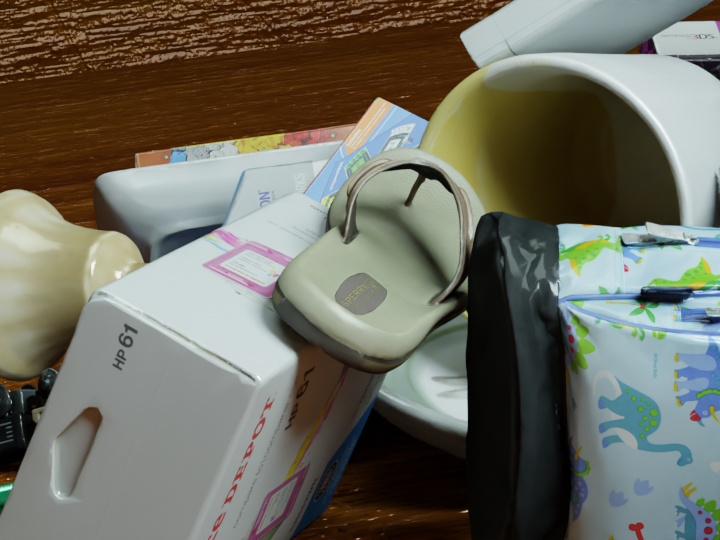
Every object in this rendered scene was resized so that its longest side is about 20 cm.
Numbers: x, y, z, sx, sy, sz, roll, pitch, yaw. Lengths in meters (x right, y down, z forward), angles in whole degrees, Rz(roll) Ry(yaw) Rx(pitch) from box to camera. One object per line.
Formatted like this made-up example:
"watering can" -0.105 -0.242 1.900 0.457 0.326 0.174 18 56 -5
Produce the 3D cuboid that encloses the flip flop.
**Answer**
"flip flop" 0.017 -0.016 1.041 0.081 0.058 0.200 29 23 7

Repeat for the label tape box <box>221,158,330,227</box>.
"label tape box" -0.026 -0.002 1.401 0.200 0.066 0.143 -6 -31 -2

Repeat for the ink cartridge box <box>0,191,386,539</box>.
"ink cartridge box" -0.062 0.063 1.055 0.085 0.145 0.200 29 23 15

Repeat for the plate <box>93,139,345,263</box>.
"plate" -0.060 -0.007 1.475 0.199 0.032 0.200 -8 -31 -9

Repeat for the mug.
"mug" 0.113 -0.054 1.222 0.187 0.149 0.153 34 28 21

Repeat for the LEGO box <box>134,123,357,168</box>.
"LEGO box" -0.070 -0.036 1.608 0.149 0.077 0.200 -8 -6 -4

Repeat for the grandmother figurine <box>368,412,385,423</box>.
"grandmother figurine" 0.009 0.054 1.326 0.200 0.061 0.121 1 41 22

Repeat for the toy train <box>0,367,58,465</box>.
"toy train" -0.140 0.070 1.263 0.200 0.046 0.034 -17 -13 36

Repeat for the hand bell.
"hand bell" -0.099 0.005 1.260 0.200 0.104 0.104 -2 12 29

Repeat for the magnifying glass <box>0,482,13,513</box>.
"magnifying glass" -0.152 0.114 1.208 0.080 0.022 0.200 2 16 37

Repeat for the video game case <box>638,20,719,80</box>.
"video game case" 0.244 -0.075 1.485 0.181 0.200 0.036 -3 52 -11

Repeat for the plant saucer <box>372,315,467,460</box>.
"plant saucer" 0.078 0.053 1.212 0.200 0.050 0.200 5 27 -2

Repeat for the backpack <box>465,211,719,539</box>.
"backpack" 0.153 0.058 1.008 0.200 0.163 0.154 -2 19 -12

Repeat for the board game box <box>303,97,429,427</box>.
"board game box" 0.000 0.000 1.301 0.103 0.019 0.200 28 62 16

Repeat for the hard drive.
"hard drive" 0.156 -0.152 1.212 0.200 0.027 0.132 -31 -12 14

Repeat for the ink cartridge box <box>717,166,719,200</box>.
"ink cartridge box" 0.275 0.013 1.131 0.200 0.146 0.083 -7 12 -2
